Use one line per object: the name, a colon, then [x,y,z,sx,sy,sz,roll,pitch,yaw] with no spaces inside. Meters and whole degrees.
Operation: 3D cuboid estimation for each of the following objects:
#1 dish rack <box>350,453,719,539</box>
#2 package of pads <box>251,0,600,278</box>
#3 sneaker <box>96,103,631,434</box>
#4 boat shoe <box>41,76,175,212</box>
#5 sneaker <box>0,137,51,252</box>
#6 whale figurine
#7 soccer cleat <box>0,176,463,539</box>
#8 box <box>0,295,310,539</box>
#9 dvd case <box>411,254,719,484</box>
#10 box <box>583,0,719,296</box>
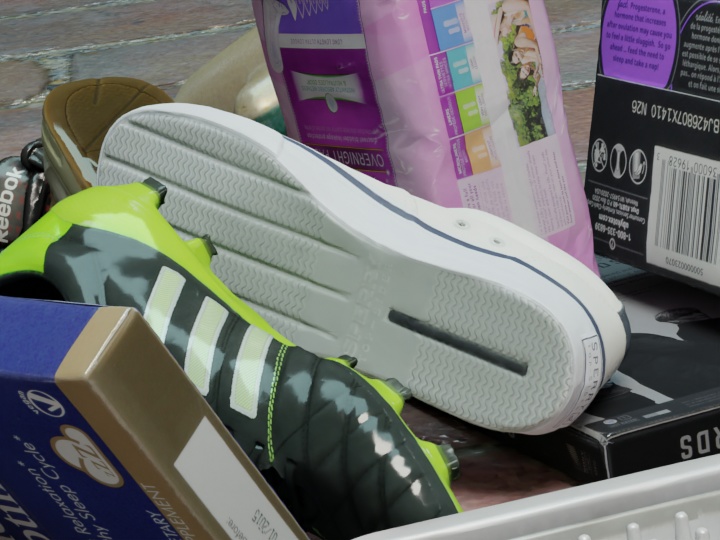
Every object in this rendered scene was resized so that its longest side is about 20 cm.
dish rack: [0.096,0.096,0.631,0.198,0.044,0.172,-11,16,-14]
package of pads: [0.017,-0.083,0.939,0.075,0.201,0.120,-21,16,-25]
sneaker: [0.000,0.000,0.847,0.199,0.073,0.071,29,18,21]
boat shoe: [-0.068,0.012,0.907,0.073,0.067,0.201,-7,45,-20]
sneaker: [-0.104,-0.012,1.025,0.097,0.071,0.200,17,-1,-32]
whale figurine: [-0.029,-0.085,1.306,0.199,0.104,0.159,-28,10,18]
soccer cleat: [-0.045,0.046,0.774,0.081,0.068,0.200,-35,53,-24]
box: [-0.117,0.051,0.756,0.199,0.121,0.033,7,53,40]
dvd case: [0.100,0.030,0.912,0.149,0.025,0.200,-14,16,-24]
box: [0.199,-0.049,0.937,0.199,0.107,0.122,0,11,-24]
